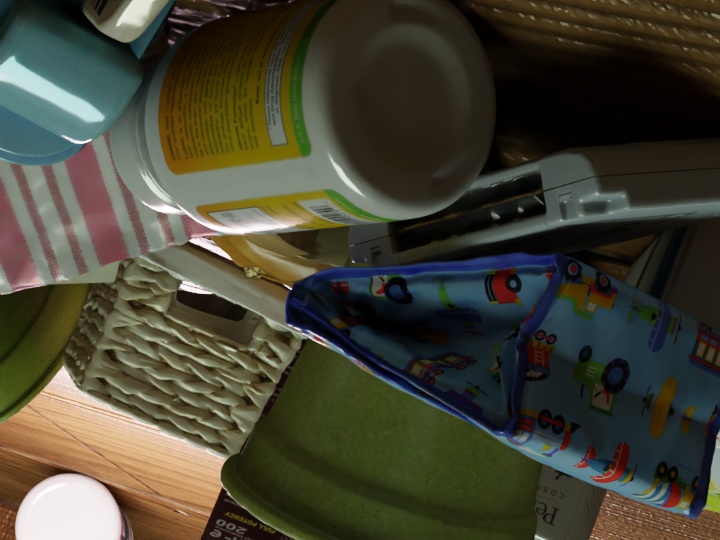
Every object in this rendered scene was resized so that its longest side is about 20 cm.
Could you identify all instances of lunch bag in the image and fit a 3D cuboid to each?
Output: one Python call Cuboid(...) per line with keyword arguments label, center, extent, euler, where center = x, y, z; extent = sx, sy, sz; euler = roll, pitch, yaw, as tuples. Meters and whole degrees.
Cuboid(label="lunch bag", center=(0.067, 0.044, 1.297), extent=(0.150, 0.094, 0.200), euler=(25, 171, -40))

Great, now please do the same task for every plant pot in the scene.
Cuboid(label="plant pot", center=(-0.331, -0.006, 1.906), extent=(0.200, 0.201, 0.193), euler=(8, 150, 45))
Cuboid(label="plant pot", center=(0.039, 0.067, 1.517), extent=(0.200, 0.185, 0.200), euler=(18, -171, -3))

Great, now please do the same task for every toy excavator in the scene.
Cuboid(label="toy excavator", center=(-0.126, -0.125, 1.239), extent=(0.100, 0.195, 0.200), euler=(28, -167, -24))

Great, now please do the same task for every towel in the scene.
Cuboid(label="towel", center=(-0.132, -0.053, 1.421), extent=(0.199, 0.030, 0.147), euler=(-16, 144, 0))

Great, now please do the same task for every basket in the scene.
Cuboid(label="basket", center=(-0.124, 0.045, 1.789), extent=(0.135, 0.124, 0.200), euler=(25, 180, -11))

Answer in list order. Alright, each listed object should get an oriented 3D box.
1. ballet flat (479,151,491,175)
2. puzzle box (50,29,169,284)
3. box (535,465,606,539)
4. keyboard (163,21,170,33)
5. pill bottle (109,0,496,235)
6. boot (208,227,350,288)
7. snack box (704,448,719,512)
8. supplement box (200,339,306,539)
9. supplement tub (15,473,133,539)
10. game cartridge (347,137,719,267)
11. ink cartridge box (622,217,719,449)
Cuboid(label="ballet flat", center=(0.038, -0.046, 1.396), extent=(0.070, 0.071, 0.200), euler=(20, 167, 8))
Cuboid(label="puzzle box", center=(-0.186, -0.062, 1.436), extent=(0.132, 0.026, 0.200), euler=(-1, 141, -18))
Cuboid(label="box", center=(0.080, 0.128, 1.863), extent=(0.198, 0.131, 0.200), euler=(19, 166, 10))
Cuboid(label="keyboard", center=(-0.201, -0.143, 1.448), extent=(0.104, 0.040, 0.200), euler=(31, 163, -35))
Cuboid(label="pill bottle", center=(-0.036, -0.075, 1.269), extent=(0.111, 0.111, 0.200), euler=(31, 159, -33))
Cuboid(label="boot", center=(-0.001, 0.000, 1.657), extent=(0.201, 0.071, 0.144), euler=(29, 171, -16))
Cuboid(label="snack box", center=(0.279, 0.117, 1.645), extent=(0.199, 0.068, 0.169), euler=(10, 162, 35))
Cuboid(label="supplement box", center=(-0.050, 0.129, 1.918), extent=(0.061, 0.201, 0.109), euler=(20, 166, 9))
Cuboid(label="supplement tub", center=(-0.377, 0.354, 3.431), extent=(0.140, 0.141, 0.200), euler=(20, 166, 7))
Cuboid(label="game cartridge", center=(0.102, -0.031, 1.269), extent=(0.133, 0.042, 0.200), euler=(-10, 177, -36))
Cuboid(label="ink cartridge box", center=(0.216, 0.038, 1.396), extent=(0.146, 0.086, 0.200), euler=(23, 167, -1))
